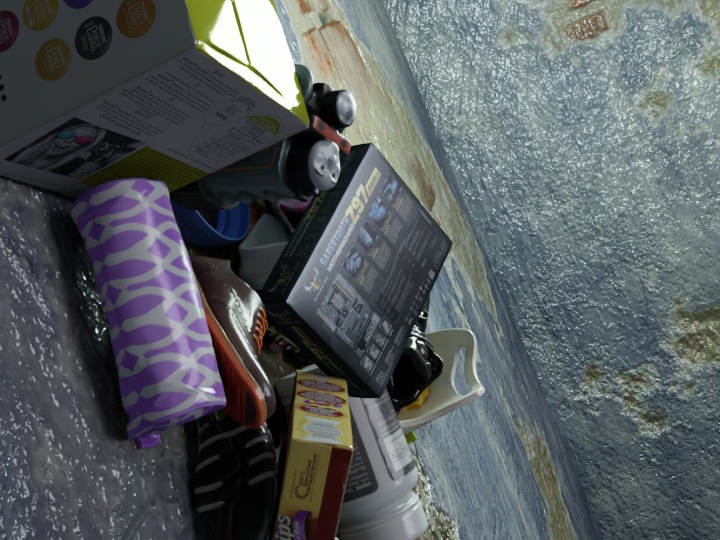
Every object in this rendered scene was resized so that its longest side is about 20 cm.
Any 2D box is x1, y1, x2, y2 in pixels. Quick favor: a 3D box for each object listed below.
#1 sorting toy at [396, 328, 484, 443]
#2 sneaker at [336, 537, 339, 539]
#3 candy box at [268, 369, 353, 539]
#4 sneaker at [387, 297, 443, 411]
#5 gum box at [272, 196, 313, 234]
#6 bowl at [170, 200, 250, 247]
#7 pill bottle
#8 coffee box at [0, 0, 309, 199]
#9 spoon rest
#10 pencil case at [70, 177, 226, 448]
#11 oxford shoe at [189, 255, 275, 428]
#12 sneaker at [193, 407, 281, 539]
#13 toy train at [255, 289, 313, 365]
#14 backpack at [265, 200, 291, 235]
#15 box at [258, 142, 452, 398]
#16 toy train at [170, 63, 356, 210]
[{"bbox_3d":[0.066,0.145,1.290,0.107,0.178,0.201,58,18,-32],"label":"sorting toy"},{"bbox_3d":[-0.025,0.307,0.985,0.200,0.074,0.083,38,48,-53],"label":"sneaker"},{"bbox_3d":[-0.044,0.172,0.908,0.200,0.056,0.118,-109,-150,-78],"label":"candy box"},{"bbox_3d":[0.057,0.073,1.182,0.076,0.114,0.201,35,59,-22],"label":"sneaker"},{"bbox_3d":[-0.067,-0.089,1.128,0.201,0.066,0.113,57,-3,-3],"label":"gum box"},{"bbox_3d":[-0.177,-0.117,1.049,0.202,0.039,0.202,-90,154,-55],"label":"bowl"},{"bbox_3d":[-0.006,0.192,1.093,0.113,0.112,0.202,-13,82,-75],"label":"pill bottle"},{"bbox_3d":[-0.182,-0.187,0.800,0.200,0.196,0.202,22,49,-68],"label":"coffee box"},{"bbox_3d":[-0.100,-0.012,1.094,0.200,0.060,0.101,-173,-96,-83],"label":"spoon rest"},{"bbox_3d":[-0.167,0.027,0.795,0.084,0.085,0.202,3,65,-57],"label":"pencil case"},{"bbox_3d":[-0.104,0.048,0.859,0.201,0.072,0.072,54,-34,42],"label":"oxford shoe"},{"bbox_3d":[-0.094,0.159,0.902,0.116,0.075,0.202,53,21,-55],"label":"sneaker"},{"bbox_3d":[-0.085,0.066,1.117,0.034,0.046,0.200,60,8,27],"label":"toy train"},{"bbox_3d":[-0.026,-0.038,1.281,0.176,0.151,0.203,36,43,-73],"label":"backpack"},{"bbox_3d":[0.000,0.000,1.026,0.158,0.051,0.202,47,56,-34],"label":"box"},{"bbox_3d":[-0.093,-0.112,0.913,0.085,0.198,0.116,30,67,-52],"label":"toy train"}]
